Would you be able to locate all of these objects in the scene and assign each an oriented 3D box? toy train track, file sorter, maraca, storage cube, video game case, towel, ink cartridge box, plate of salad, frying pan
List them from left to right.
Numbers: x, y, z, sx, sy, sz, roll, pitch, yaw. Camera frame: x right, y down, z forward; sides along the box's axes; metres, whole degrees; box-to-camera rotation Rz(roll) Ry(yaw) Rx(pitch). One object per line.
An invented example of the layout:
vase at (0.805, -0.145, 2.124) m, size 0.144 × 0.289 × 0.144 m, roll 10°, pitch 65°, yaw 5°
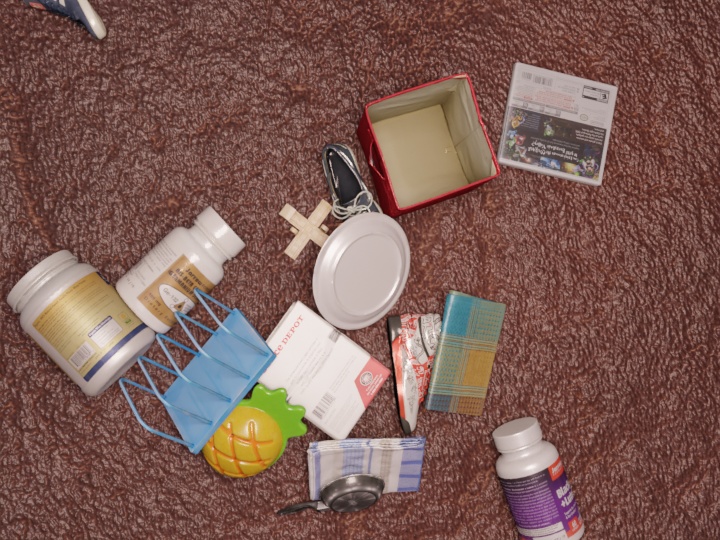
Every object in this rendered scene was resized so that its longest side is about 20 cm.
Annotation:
file sorter at (-0.261, 0.152, 1.094) m, size 0.201 × 0.139 × 0.122 m, roll -50°, pitch 137°, yaw 1°
maraca at (-0.176, 0.262, 1.131) m, size 0.199 × 0.107 × 0.137 m, roll -38°, pitch 110°, yaw 19°
ink cartridge box at (-0.072, 0.166, 1.170) m, size 0.199 × 0.083 × 0.148 m, roll 37°, pitch 85°, yaw -4°
toy train track at (-0.055, -0.046, 1.204) m, size 0.199 × 0.033 × 0.115 m, roll 37°, pitch 85°, yaw -5°
frying pan at (-0.049, 0.378, 1.156) m, size 0.186 × 0.116 × 0.031 m, roll -8°, pitch 49°, yaw -7°
plate of salad at (0.000, 0.000, 1.160) m, size 0.198 × 0.048 × 0.204 m, roll -15°, pitch 116°, yaw -33°
towel at (0.008, 0.333, 1.162) m, size 0.196 × 0.024 × 0.149 m, roll -2°, pitch 128°, yaw -7°
storage cube at (0.101, -0.197, 1.152) m, size 0.197 × 0.180 × 0.174 m, roll -19°, pitch 90°, yaw -5°
towel at (0.179, 0.144, 1.194) m, size 0.145 × 0.022 × 0.204 m, roll 15°, pitch 87°, yaw -39°
video game case at (0.355, -0.263, 1.258) m, size 0.196 × 0.023 × 0.185 m, roll 12°, pitch 87°, yaw -6°

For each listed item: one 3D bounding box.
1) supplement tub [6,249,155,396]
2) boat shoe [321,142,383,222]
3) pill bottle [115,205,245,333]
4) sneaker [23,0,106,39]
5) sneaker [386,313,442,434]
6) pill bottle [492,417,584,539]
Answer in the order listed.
supplement tub at (-0.441, 0.082, 1.105) m, size 0.144 × 0.144 × 0.200 m, roll -44°, pitch 93°, yaw -5°
boat shoe at (-0.012, -0.121, 1.182) m, size 0.074 × 0.062 × 0.203 m, roll -17°, pitch 95°, yaw 20°
pill bottle at (-0.289, -0.005, 1.138) m, size 0.200 × 0.114 × 0.114 m, roll -44°, pitch 93°, yaw -6°
sneaker at (-0.505, -0.447, 1.153) m, size 0.084 × 0.075 × 0.201 m, roll -39°, pitch 82°, yaw -7°
sneaker at (0.109, 0.174, 1.197) m, size 0.106 × 0.067 × 0.205 m, roll -6°, pitch 86°, yaw -3°
pill bottle at (0.297, 0.361, 1.187) m, size 0.110 × 0.111 × 0.203 m, roll -21°, pitch 91°, yaw -6°
